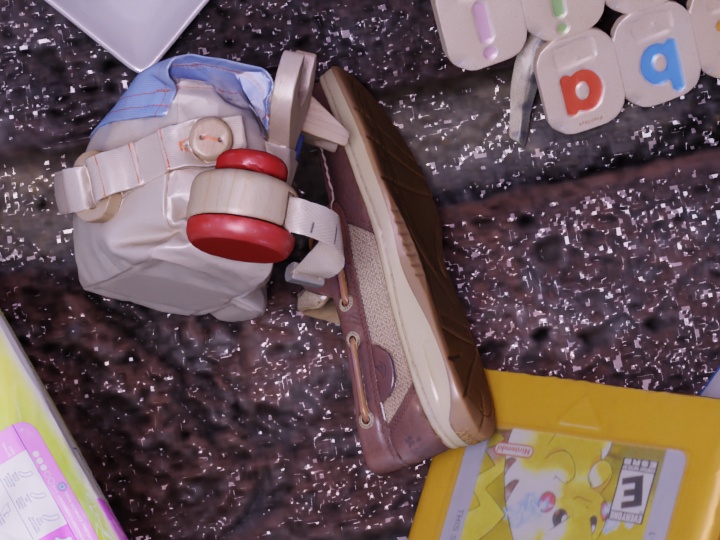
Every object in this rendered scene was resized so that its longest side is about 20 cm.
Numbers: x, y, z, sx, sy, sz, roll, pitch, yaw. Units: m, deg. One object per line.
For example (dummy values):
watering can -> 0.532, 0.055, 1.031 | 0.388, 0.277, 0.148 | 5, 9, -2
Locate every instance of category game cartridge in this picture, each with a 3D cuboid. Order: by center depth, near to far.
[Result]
game cartridge -> 0.082, 0.146, 1.209 | 0.176, 0.032, 0.201 | 5, 71, 46

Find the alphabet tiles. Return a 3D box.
alphabet tiles -> 0.122, -0.169, 1.286 | 0.199, 0.015, 0.197 | -20, 116, -8

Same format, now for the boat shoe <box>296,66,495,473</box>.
boat shoe -> 0.000, 0.000, 1.275 | 0.072, 0.072, 0.201 | -26, 65, 16

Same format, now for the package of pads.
package of pads -> -0.160, 0.084, 1.217 | 0.068, 0.155, 0.201 | -30, 78, -6

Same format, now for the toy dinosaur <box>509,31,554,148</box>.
toy dinosaur -> 0.101, -0.166, 1.330 | 0.088, 0.047, 0.200 | 35, 83, 1

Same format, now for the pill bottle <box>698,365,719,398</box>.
pill bottle -> 0.210, 0.069, 1.240 | 0.112, 0.112, 0.200 | 36, 81, 8

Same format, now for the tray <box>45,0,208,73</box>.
tray -> -0.147, -0.192, 1.348 | 0.200, 0.022, 0.108 | 39, 81, 8

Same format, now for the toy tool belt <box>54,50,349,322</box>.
toy tool belt -> -0.068, -0.055, 1.229 | 0.124, 0.200, 0.124 | 13, 77, -16
